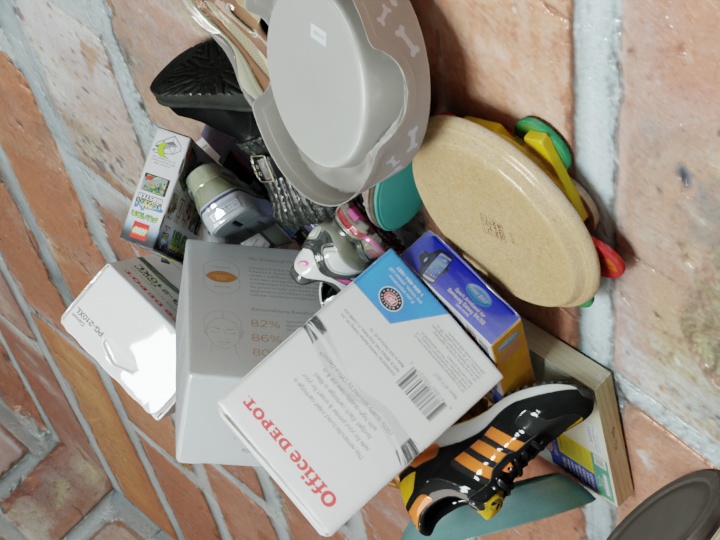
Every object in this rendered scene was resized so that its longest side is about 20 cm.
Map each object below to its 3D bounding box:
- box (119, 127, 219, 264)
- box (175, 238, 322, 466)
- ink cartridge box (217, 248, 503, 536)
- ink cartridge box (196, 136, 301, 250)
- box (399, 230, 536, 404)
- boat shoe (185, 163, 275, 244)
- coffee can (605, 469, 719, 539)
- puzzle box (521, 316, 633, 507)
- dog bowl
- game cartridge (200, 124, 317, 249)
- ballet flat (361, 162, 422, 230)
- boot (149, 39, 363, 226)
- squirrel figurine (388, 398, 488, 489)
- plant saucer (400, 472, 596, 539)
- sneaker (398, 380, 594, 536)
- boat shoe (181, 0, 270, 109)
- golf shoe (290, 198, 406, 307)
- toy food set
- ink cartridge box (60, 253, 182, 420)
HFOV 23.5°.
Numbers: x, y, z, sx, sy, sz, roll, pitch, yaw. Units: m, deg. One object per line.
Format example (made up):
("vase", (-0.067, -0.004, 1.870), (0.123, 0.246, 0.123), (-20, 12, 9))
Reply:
("box", (-0.181, -0.068, 1.680), (0.034, 0.111, 0.200), (19, 177, 5))
("box", (-0.092, 0.077, 1.602), (0.201, 0.151, 0.107), (-97, 16, -52))
("ink cartridge box", (-0.003, 0.105, 1.458), (0.146, 0.200, 0.084), (49, 170, 4))
("ink cartridge box", (-0.135, -0.031, 1.864), (0.200, 0.084, 0.145), (47, 161, -1))
("box", (0.095, 0.047, 1.502), (0.119, 0.041, 0.200), (45, 171, 27))
("boat shoe", (-0.126, -0.065, 1.686), (0.062, 0.072, 0.200), (60, 178, 6))
("coffee can", (0.313, 0.294, 1.483), (0.200, 0.146, 0.146), (49, 160, -7))
("puzzle box", (0.185, 0.127, 1.604), (0.133, 0.025, 0.201), (32, 156, 34))
("dog bowl", (-0.018, -0.154, 1.327), (0.200, 0.058, 0.202), (32, 130, 49))
("game cartridge", (-0.076, -0.087, 1.716), (0.200, 0.038, 0.130), (46, 156, 1))
("ballet flat", (0.024, -0.113, 1.438), (0.067, 0.068, 0.201), (56, 160, 27))
("boot", (-0.097, -0.124, 1.607), (0.210, 0.079, 0.158), (17, 145, 48))
("squirrel figurine", (0.063, 0.124, 1.665), (0.199, 0.142, 0.187), (29, 156, 39))
("plant saucer", (0.127, 0.230, 1.668), (0.200, 0.198, 0.036), (150, 106, -70))
("sneaker", (0.123, 0.168, 1.512), (0.070, 0.199, 0.091), (30, -138, -52))
("boat shoe", (-0.089, -0.218, 1.456), (0.072, 0.076, 0.201), (-35, 90, 36))
("golf shoe", (0.000, 0.000, 1.581), (0.073, 0.092, 0.200), (53, -172, 29))
("toy food set", (0.121, -0.047, 1.369), (0.197, 0.049, 0.201), (20, 147, 50))
("ink cartridge box", (-0.201, 0.062, 1.793), (0.145, 0.084, 0.200), (44, -166, 7))
